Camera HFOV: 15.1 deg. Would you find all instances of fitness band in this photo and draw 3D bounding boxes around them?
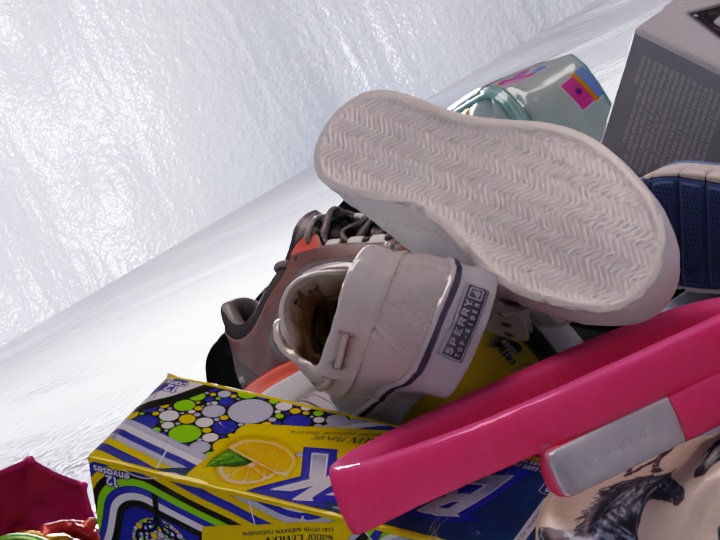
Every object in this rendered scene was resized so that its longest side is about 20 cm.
[{"bbox_3d":[0.082,0.051,1.023,0.200,0.037,0.144,-22,4,-24],"label":"fitness band"}]

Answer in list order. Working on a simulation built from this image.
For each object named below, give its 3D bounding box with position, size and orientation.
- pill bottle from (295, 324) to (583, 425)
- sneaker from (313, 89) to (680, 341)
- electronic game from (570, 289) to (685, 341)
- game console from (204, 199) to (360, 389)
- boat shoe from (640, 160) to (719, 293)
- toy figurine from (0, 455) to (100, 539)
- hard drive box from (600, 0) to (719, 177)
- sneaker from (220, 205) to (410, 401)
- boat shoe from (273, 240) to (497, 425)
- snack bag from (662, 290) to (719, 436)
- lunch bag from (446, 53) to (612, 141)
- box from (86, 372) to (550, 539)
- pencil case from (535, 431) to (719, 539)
[{"bbox_3d":[0.014,0.099,1.240,0.200,0.113,0.112,-30,8,-19],"label":"pill bottle"},{"bbox_3d":[0.080,-0.010,1.149,0.200,0.116,0.074,29,81,46],"label":"sneaker"},{"bbox_3d":[0.122,0.003,1.357,0.200,0.200,0.042,-18,52,49],"label":"electronic game"},{"bbox_3d":[-0.050,0.061,1.492,0.119,0.172,0.200,6,-39,-38],"label":"game console"},{"bbox_3d":[0.209,-0.019,1.135,0.200,0.072,0.072,16,28,38],"label":"boat shoe"},{"bbox_3d":[-0.196,0.165,1.560,0.200,0.150,0.184,1,10,25],"label":"toy figurine"},{"bbox_3d":[0.239,-0.066,1.278,0.156,0.200,0.077,-36,-31,-49],"label":"hard drive box"},{"bbox_3d":[0.000,0.000,1.301,0.200,0.082,0.077,-35,-12,32],"label":"sneaker"},{"bbox_3d":[0.000,0.022,1.109,0.200,0.070,0.071,151,141,-80],"label":"boat shoe"},{"bbox_3d":[0.195,0.044,1.117,0.200,0.021,0.189,14,35,43],"label":"snack bag"},{"bbox_3d":[0.116,-0.044,1.711,0.077,0.161,0.200,-24,0,-16],"label":"lunch bag"},{"bbox_3d":[-0.008,0.103,1.111,0.200,0.064,0.070,11,35,26],"label":"box"},{"bbox_3d":[0.158,0.087,0.956,0.200,0.078,0.089,-22,25,34],"label":"pencil case"}]
